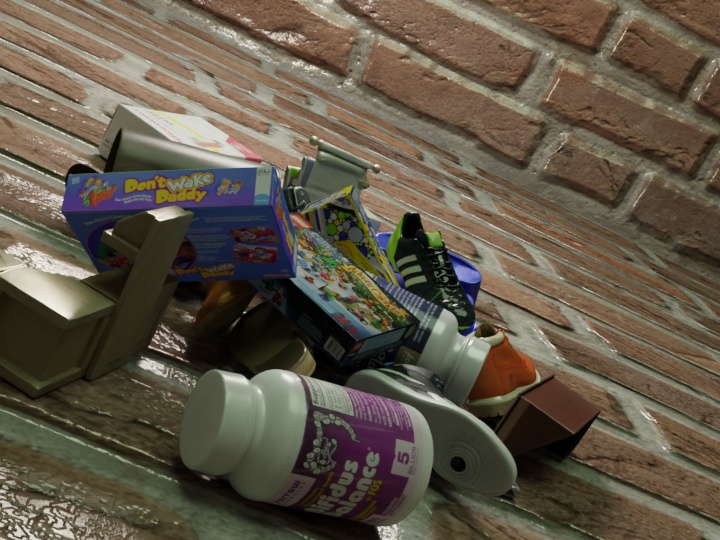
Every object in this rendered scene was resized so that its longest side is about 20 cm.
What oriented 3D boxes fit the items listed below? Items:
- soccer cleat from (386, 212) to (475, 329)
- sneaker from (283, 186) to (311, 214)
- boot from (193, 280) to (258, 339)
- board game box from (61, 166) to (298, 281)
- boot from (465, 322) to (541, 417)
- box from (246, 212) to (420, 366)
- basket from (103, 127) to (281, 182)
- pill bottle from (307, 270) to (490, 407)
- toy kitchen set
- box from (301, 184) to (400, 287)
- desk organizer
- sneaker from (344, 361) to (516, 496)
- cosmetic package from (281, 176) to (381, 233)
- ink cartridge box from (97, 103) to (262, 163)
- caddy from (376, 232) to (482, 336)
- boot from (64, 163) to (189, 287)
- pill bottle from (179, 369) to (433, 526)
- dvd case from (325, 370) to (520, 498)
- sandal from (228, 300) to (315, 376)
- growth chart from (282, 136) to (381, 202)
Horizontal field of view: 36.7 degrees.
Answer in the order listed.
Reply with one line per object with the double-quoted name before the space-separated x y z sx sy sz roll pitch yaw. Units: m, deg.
"soccer cleat" 0.088 -0.001 1.369 0.067 0.081 0.200 0 33 -28
"sneaker" -0.090 -0.032 1.377 0.146 0.077 0.202 66 12 2
"boot" -0.169 -0.017 1.210 0.144 0.071 0.201 42 36 4
"board game box" -0.170 -0.041 1.058 0.200 0.134 0.045 -2 59 6
"boot" 0.180 0.115 1.389 0.075 0.107 0.200 -11 1 20
"box" -0.047 0.014 1.165 0.200 0.038 0.137 41 25 20
"basket" -0.222 -0.097 1.372 0.200 0.136 0.180 17 -6 -20
"pill bottle" 0.045 0.080 1.272 0.200 0.111 0.111 25 15 6
"toy kitchen set" -0.273 -0.019 0.979 0.180 0.163 0.200 31 16 11
"box" 0.000 0.000 1.357 0.064 0.070 0.200 -69 135 -75
"desk organizer" 0.226 0.185 1.311 0.077 0.072 0.200 36 13 17
"sneaker" 0.088 0.154 1.142 0.200 0.073 0.112 31 18 17
"cosmetic package" -0.085 -0.068 1.562 0.200 0.103 0.087 18 15 -35
"ink cartridge box" -0.266 -0.172 1.622 0.145 0.083 0.200 35 17 23
"caddy" 0.071 0.037 1.489 0.200 0.105 0.141 22 36 4
"boot" -0.257 -0.054 1.283 0.200 0.075 0.097 43 20 11
"pill bottle" -0.046 0.148 0.923 0.200 0.112 0.112 18 18 -29
"dvd case" 0.067 0.179 1.193 0.200 0.016 0.149 21 16 -23
"sandal" -0.082 0.098 1.137 0.070 0.078 0.212 59 -7 -20
"growth chart" -0.066 -0.084 1.496 0.145 0.200 0.018 27 -1 -35
